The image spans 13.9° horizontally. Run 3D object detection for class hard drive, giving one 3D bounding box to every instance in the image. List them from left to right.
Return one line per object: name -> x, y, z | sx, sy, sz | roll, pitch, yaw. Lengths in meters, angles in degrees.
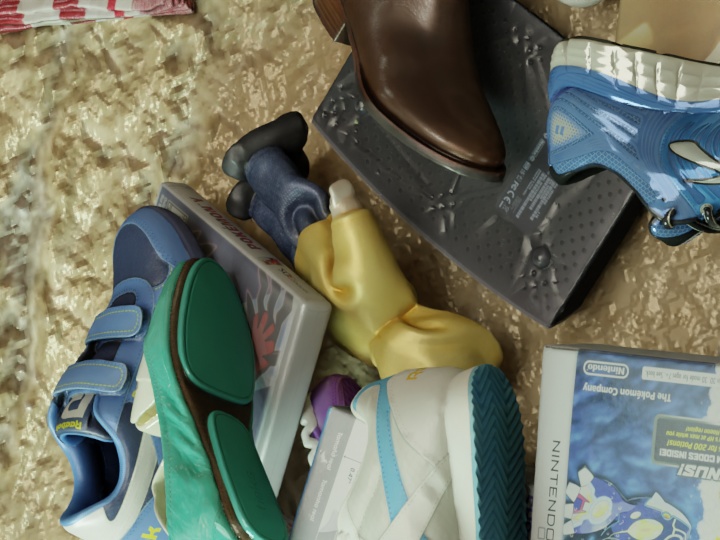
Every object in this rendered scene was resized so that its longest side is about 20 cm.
hard drive -> 0.074, -0.074, 1.598 | 0.200, 0.042, 0.135 | 41, 109, 30

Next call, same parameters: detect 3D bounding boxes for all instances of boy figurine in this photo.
boy figurine -> 0.000, 0.000, 1.611 | 0.064, 0.125, 0.200 | -32, 58, -19

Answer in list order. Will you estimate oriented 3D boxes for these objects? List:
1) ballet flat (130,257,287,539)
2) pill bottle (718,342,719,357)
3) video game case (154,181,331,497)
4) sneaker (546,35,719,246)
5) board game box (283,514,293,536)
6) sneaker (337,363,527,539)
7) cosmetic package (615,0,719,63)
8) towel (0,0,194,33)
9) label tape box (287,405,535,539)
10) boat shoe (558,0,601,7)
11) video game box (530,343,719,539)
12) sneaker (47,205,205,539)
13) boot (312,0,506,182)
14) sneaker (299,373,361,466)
ballet flat -> -0.090, 0.083, 1.559 | 0.070, 0.067, 0.201 | -34, 48, 25
pill bottle -> 0.234, 0.072, 1.430 | 0.119, 0.119, 0.202 | -7, 83, 34
video game case -> -0.092, 0.075, 1.667 | 0.182, 0.023, 0.201 | 38, 116, 52
sneaker -> 0.179, -0.051, 1.394 | 0.199, 0.078, 0.090 | 13, 95, 28
board game box -> -0.029, 0.230, 1.655 | 0.199, 0.034, 0.135 | 32, 104, 32
sneaker -> 0.034, 0.148, 1.445 | 0.080, 0.076, 0.202 | -4, 77, 29
cosmetic package -> 0.187, -0.168, 1.489 | 0.071, 0.105, 0.202 | 6, 89, 33
towel -> -0.182, -0.222, 1.800 | 0.199, 0.023, 0.145 | -2, 85, 35
label tape box -> 0.058, 0.168, 1.502 | 0.199, 0.066, 0.144 | 20, 94, 27
boat shoe -> 0.086, -0.229, 1.589 | 0.068, 0.072, 0.201 | -31, 74, 49
video game box -> 0.166, 0.133, 1.379 | 0.199, 0.047, 0.184 | 4, 93, 43
sneaker -> -0.127, 0.061, 1.629 | 0.074, 0.082, 0.202 | -20, 68, 56
boot -> 0.062, -0.173, 1.528 | 0.187, 0.064, 0.201 | 53, 124, 36
sneaker -> 0.049, 0.125, 1.587 | 0.088, 0.080, 0.200 | -46, 69, 18
